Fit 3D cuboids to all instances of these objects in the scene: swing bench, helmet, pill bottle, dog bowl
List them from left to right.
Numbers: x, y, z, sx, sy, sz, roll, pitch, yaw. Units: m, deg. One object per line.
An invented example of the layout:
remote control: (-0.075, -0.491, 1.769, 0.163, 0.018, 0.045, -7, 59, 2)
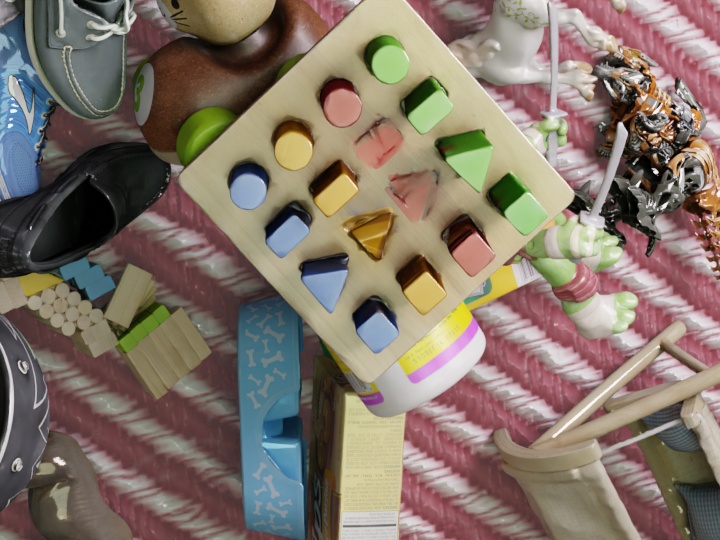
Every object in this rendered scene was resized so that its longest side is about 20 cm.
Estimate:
helmet: (-0.323, 0.098, 1.320, 0.190, 0.200, 0.201, 23, 96, -27)
dog bowl: (-0.069, 0.115, 1.438, 0.049, 0.112, 0.202, -2, 103, 0)
pill bottle: (0.000, 0.000, 1.335, 0.104, 0.104, 0.201, -34, 100, -5)
swing bench: (0.246, 0.187, 1.518, 0.199, 0.130, 0.200, -31, 108, -5)

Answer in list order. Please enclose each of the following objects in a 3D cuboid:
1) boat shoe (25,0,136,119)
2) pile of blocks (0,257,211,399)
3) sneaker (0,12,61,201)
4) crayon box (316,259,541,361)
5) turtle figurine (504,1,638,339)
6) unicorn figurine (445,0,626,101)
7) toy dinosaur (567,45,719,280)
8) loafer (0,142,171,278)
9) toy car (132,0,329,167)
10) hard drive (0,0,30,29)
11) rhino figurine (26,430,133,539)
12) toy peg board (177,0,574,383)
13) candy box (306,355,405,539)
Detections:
boat shoe: (-0.193, -0.187, 1.288, 0.073, 0.062, 0.201, -35, 136, -34)
pile of blocks: (-0.211, 0.024, 1.409, 0.199, 0.062, 0.082, 31, 81, -26)
sneaker: (-0.249, -0.121, 1.354, 0.089, 0.079, 0.201, -11, 104, -9)
crayon box: (0.048, -0.020, 1.446, 0.199, 0.058, 0.119, -25, 107, -17)
turtle figurine: (0.160, -0.050, 1.360, 0.200, 0.144, 0.194, -49, 133, -4)
unicorn figurine: (0.123, -0.173, 1.424, 0.136, 0.074, 0.201, 12, 125, -7)
toy dinosaur: (0.245, -0.081, 1.479, 0.136, 0.102, 0.200, -38, 80, -24)
loafer: (-0.200, -0.042, 1.340, 0.200, 0.070, 0.069, -33, 126, -49)
toy car: (-0.116, -0.189, 1.305, 0.157, 0.164, 0.201, -30, 121, -6)
hard drive: (-0.236, -0.282, 1.312, 0.200, 0.038, 0.140, -44, 110, -21)
rhino figurine: (-0.227, 0.214, 1.443, 0.087, 0.060, 0.201, -29, 109, -6)
toy peg board: (0.012, -0.051, 1.223, 0.199, 0.098, 0.200, -42, 99, 5)
candy box: (-0.006, 0.178, 1.460, 0.055, 0.115, 0.202, 0, 102, -13)
